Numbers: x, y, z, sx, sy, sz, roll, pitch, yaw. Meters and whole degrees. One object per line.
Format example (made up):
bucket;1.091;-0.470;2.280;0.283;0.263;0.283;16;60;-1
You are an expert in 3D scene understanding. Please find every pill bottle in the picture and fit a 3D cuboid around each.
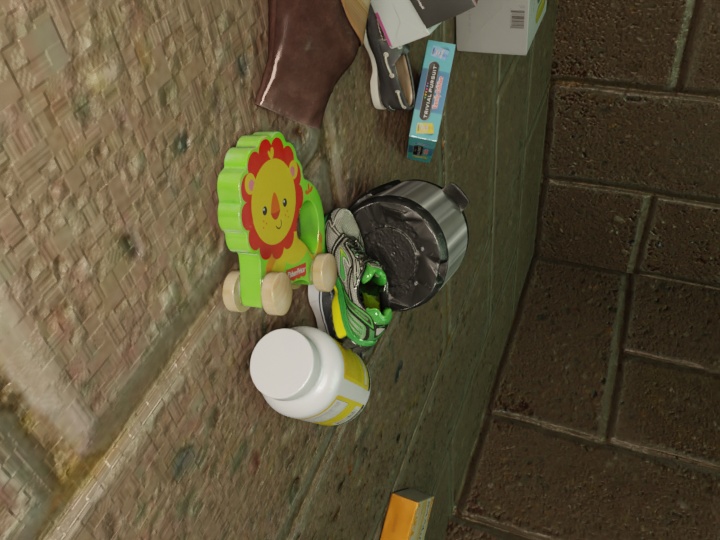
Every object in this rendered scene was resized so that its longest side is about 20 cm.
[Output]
pill bottle;-0.063;0.135;0.845;0.200;0.111;0.113;47;57;-66

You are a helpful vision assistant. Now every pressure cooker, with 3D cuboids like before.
pressure cooker;0.072;-0.045;1.010;0.200;0.174;0.181;-37;128;-60

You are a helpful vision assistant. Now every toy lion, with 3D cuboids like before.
toy lion;-0.093;-0.057;0.746;0.200;0.068;0.194;-24;116;-66

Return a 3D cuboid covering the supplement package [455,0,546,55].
supplement package;0.294;-0.564;1.359;0.153;0.149;0.201;80;29;-44

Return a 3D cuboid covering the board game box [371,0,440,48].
board game box;0.070;-0.409;0.897;0.149;0.064;0.200;63;37;-23

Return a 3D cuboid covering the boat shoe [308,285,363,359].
boat shoe;-0.028;0.060;0.957;0.072;0.067;0.202;-53;145;-49

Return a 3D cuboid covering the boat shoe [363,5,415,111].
boat shoe;0.043;-0.318;0.953;0.201;0.060;0.074;80;31;-44

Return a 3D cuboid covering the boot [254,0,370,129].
boot;-0.072;-0.247;0.677;0.199;0.072;0.168;15;101;-53

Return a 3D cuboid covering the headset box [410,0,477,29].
headset box;0.089;-0.411;0.803;0.149;0.077;0.202;47;46;-36

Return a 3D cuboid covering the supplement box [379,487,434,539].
supplement box;0.120;0.624;1.658;0.200;0.073;0.127;37;67;-68

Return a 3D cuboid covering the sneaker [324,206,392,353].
sneaker;0.000;0.000;0.864;0.077;0.085;0.202;6;56;-38

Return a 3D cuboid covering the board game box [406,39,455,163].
board game box;0.115;-0.276;1.112;0.200;0.046;0.153;9;92;-87
